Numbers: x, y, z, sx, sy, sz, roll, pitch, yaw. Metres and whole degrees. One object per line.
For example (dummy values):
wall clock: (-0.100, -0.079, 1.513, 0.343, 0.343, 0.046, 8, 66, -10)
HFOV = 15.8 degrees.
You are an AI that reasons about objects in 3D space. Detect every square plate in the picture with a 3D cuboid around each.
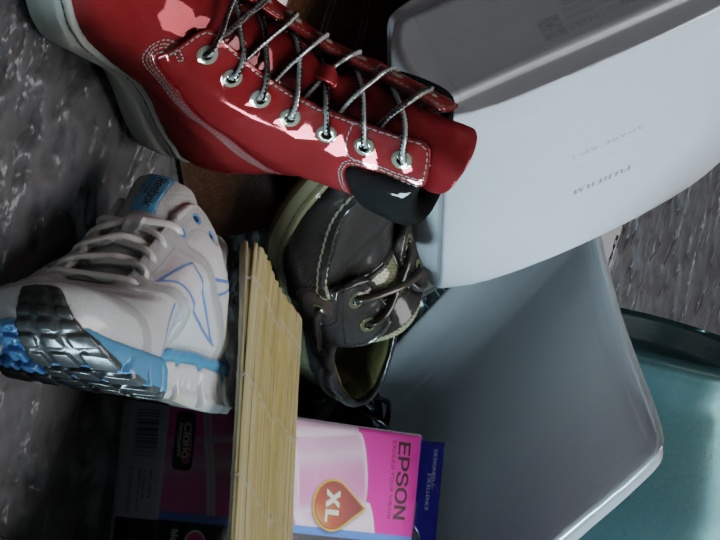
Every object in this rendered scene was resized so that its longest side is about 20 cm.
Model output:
square plate: (0.068, 0.078, 1.245, 0.200, 0.028, 0.199, -47, -147, 29)

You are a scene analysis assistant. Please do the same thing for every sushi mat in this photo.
sushi mat: (-0.040, 0.096, 1.037, 0.096, 0.012, 0.201, 68, 22, -65)

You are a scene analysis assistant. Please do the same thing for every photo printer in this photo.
photo printer: (0.090, -0.071, 1.144, 0.166, 0.070, 0.200, -24, 157, -11)

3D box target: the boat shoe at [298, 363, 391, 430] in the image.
boat shoe: (-0.016, 0.083, 1.242, 0.199, 0.066, 0.075, -43, 145, -58)

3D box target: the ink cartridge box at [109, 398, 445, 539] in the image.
ink cartridge box: (-0.025, 0.113, 1.132, 0.199, 0.037, 0.095, 12, 81, -47)

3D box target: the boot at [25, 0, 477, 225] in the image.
boot: (-0.032, -0.082, 0.924, 0.073, 0.144, 0.200, -65, 157, -14)

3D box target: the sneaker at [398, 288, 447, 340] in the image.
sneaker: (0.061, 0.024, 1.404, 0.075, 0.079, 0.201, -16, 120, -69)

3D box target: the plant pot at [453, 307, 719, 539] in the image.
plant pot: (0.128, 0.121, 1.318, 0.200, 0.199, 0.189, -15, 120, -69)

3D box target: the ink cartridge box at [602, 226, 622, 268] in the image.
ink cartridge box: (0.103, 0.032, 1.538, 0.200, 0.075, 0.149, 5, 101, -71)

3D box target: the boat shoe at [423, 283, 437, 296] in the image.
boat shoe: (0.040, -0.054, 1.307, 0.200, 0.076, 0.072, -49, 118, -35)

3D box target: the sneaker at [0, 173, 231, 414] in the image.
sneaker: (-0.091, 0.004, 0.965, 0.200, 0.075, 0.087, 25, 76, -80)

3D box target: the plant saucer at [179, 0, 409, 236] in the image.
plant saucer: (-0.020, -0.108, 1.119, 0.200, 0.034, 0.201, 16, 90, -72)

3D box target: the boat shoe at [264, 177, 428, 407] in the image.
boat shoe: (-0.001, 0.001, 1.140, 0.072, 0.066, 0.201, -44, 167, -23)
